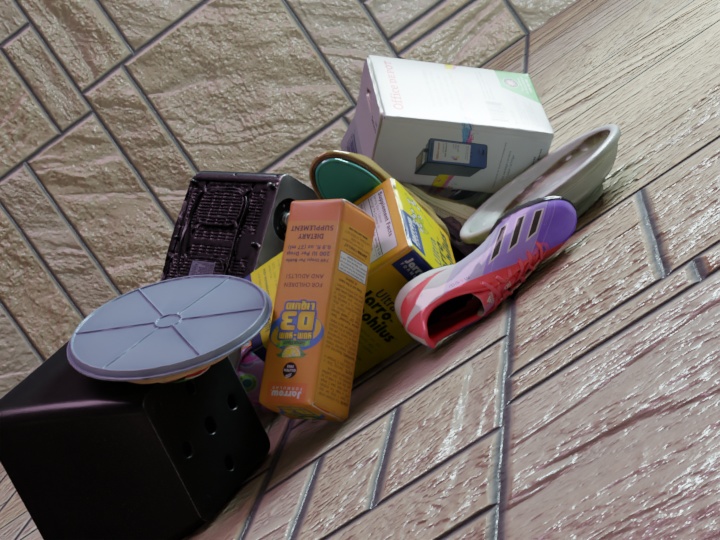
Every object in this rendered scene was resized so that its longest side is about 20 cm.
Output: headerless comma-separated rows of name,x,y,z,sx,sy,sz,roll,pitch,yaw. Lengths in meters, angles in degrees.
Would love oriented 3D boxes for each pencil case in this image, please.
pencil case,-0.123,0.116,1.821,0.087,0.088,0.200,-38,8,-16

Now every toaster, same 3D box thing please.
toaster,-0.140,-0.015,1.886,0.199,0.118,0.183,5,75,46

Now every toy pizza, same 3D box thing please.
toy pizza,-0.178,0.060,1.525,0.198,0.032,0.201,-10,24,4

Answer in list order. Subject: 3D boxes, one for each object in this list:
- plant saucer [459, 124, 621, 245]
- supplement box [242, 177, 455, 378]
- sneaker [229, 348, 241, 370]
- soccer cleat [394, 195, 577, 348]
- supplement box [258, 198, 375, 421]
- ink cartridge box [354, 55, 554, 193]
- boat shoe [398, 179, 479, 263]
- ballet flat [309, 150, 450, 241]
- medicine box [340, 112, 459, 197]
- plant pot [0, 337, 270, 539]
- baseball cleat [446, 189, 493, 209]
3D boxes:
plant saucer,0.196,-0.075,1.680,0.199,0.050,0.200,-36,8,6
supplement box,-0.008,0.022,1.638,0.199,0.109,0.109,-33,40,17
sneaker,-0.174,0.128,1.736,0.089,0.075,0.201,-93,28,-65
soccer cleat,0.127,0.004,1.524,0.199,0.069,0.073,-32,32,-1
supplement box,-0.040,0.037,1.531,0.066,0.203,0.069,-1,-16,30
ink cartridge box,0.100,-0.164,1.817,0.146,0.197,0.088,-102,23,-54
boat shoe,0.050,-0.052,1.781,0.066,0.199,0.072,-54,-25,-45
ballet flat,0.015,-0.074,1.675,0.068,0.200,0.063,-36,39,20
medicine box,0.088,-0.151,2.004,0.197,0.104,0.182,-10,-8,-9
plant pot,-0.209,0.165,1.572,0.176,0.202,0.200,-13,20,35
baseball cleat,0.127,-0.061,1.889,0.199,0.070,0.106,-33,-6,-18
